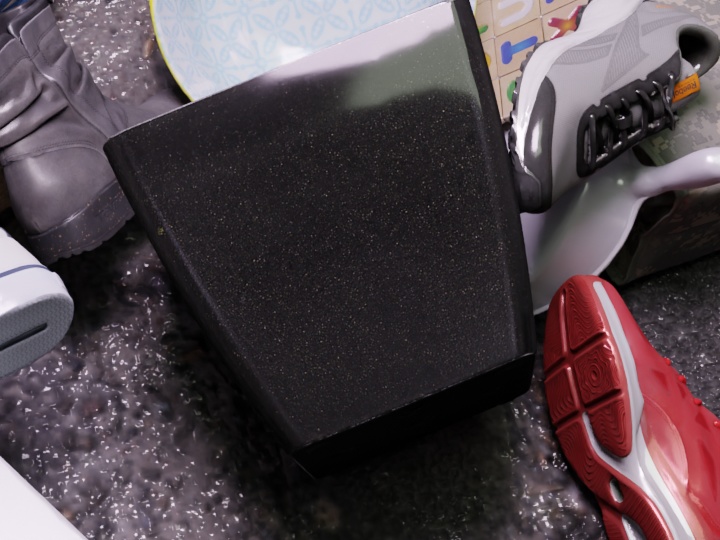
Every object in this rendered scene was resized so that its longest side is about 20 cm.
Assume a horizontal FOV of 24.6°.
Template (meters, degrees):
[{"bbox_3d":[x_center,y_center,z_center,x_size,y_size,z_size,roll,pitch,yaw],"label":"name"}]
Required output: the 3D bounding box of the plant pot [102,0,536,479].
[{"bbox_3d":[0.000,0.000,0.887,0.197,0.200,0.179,-22,76,-1],"label":"plant pot"}]

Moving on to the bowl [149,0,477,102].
[{"bbox_3d":[-0.029,-0.170,1.040,0.197,0.108,0.203,0,91,-2],"label":"bowl"}]

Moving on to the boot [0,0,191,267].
[{"bbox_3d":[-0.158,-0.102,0.955,0.069,0.133,0.200,-20,19,24],"label":"boot"}]

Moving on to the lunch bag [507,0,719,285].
[{"bbox_3d":[0.194,-0.113,1.075,0.162,0.118,0.201,-18,64,-26],"label":"lunch bag"}]

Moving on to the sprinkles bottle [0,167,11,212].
[{"bbox_3d":[-0.267,-0.033,0.947,0.068,0.069,0.199,42,57,18],"label":"sprinkles bottle"}]

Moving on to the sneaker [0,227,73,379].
[{"bbox_3d":[-0.235,0.039,0.783,0.199,0.074,0.071,-24,52,-37],"label":"sneaker"}]

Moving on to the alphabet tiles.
[{"bbox_3d":[0.056,-0.147,1.056,0.198,0.006,0.168,-22,50,25],"label":"alphabet tiles"}]

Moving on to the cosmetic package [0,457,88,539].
[{"bbox_3d":[-0.197,0.142,0.815,0.199,0.102,0.071,39,56,17],"label":"cosmetic package"}]

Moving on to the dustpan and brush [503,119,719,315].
[{"bbox_3d":[0.137,-0.047,0.976,0.057,0.199,0.141,17,66,-37],"label":"dustpan and brush"}]

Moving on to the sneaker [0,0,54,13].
[{"bbox_3d":[-0.233,-0.181,1.053,0.078,0.089,0.201,19,70,34],"label":"sneaker"}]

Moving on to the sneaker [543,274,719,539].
[{"bbox_3d":[0.183,0.094,0.953,0.114,0.078,0.202,-8,75,-29],"label":"sneaker"}]

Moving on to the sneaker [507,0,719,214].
[{"bbox_3d":[0.139,-0.097,0.917,0.079,0.075,0.200,17,43,26],"label":"sneaker"}]
